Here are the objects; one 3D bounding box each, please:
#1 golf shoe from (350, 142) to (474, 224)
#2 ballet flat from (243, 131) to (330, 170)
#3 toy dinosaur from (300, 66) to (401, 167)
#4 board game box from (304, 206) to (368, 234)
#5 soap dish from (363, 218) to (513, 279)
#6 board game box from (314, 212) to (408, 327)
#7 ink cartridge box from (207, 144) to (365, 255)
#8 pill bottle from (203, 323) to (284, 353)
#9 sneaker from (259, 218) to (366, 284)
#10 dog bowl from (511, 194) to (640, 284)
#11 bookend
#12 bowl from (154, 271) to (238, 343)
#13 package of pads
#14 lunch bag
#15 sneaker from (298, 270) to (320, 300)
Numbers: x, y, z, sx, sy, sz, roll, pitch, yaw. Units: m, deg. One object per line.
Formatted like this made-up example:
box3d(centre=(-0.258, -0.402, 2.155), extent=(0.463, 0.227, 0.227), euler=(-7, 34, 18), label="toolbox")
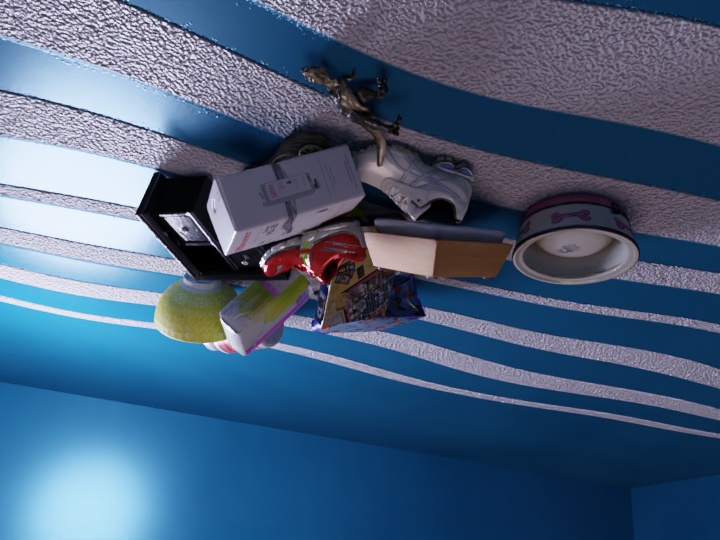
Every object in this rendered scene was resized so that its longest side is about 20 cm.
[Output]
box3d(centre=(0.070, -0.124, 0.975), extent=(0.197, 0.099, 0.078), euler=(9, 156, -3), label="golf shoe")
box3d(centre=(-0.119, -0.157, 1.010), extent=(0.199, 0.047, 0.067), euler=(-18, 146, 42), label="ballet flat")
box3d(centre=(0.007, -0.209, 0.862), extent=(0.087, 0.048, 0.200), euler=(3, 149, 41), label="toy dinosaur")
box3d(centre=(-0.018, -0.061, 1.184), extent=(0.101, 0.048, 0.199), euler=(-11, 149, 34), label="board game box")
box3d(centre=(0.124, -0.034, 1.058), extent=(0.198, 0.083, 0.156), euler=(0, -173, -44), label="soap dish")
box3d(centre=(0.000, 0.000, 1.146), extent=(0.134, 0.035, 0.202), euler=(-7, 126, -30), label="board game box")
box3d(centre=(-0.112, -0.100, 0.964), extent=(0.198, 0.084, 0.146), euler=(-18, 174, -20), label="ink cartridge box")
box3d(centre=(-0.290, 0.140, 1.595), extent=(0.198, 0.114, 0.112), euler=(-13, 149, 35), label="pill bottle")
box3d(centre=(-0.078, -0.016, 1.040), extent=(0.198, 0.086, 0.077), euler=(-19, 177, 32), label="sneaker")
box3d(centre=(0.350, -0.051, 1.082), extent=(0.197, 0.075, 0.201), euler=(5, 155, 2), label="dog bowl")
box3d(centre=(-0.235, -0.073, 1.125), extent=(0.197, 0.093, 0.199), euler=(0, 147, 21), label="bookend")
box3d(centre=(-0.344, 0.061, 1.426), extent=(0.197, 0.201, 0.109), euler=(8, 112, -2), label="bowl")
box3d(centre=(-0.190, 0.070, 1.340), extent=(0.068, 0.200, 0.155), euler=(41, 159, 14), label="package of pads")
box3d(centre=(0.006, 0.086, 1.331), extent=(0.198, 0.095, 0.150), euler=(-13, 174, -45), label="lunch bag")
box3d(centre=(-0.080, -0.022, 1.259), extent=(0.074, 0.082, 0.201), euler=(-5, 133, 25), label="sneaker")
